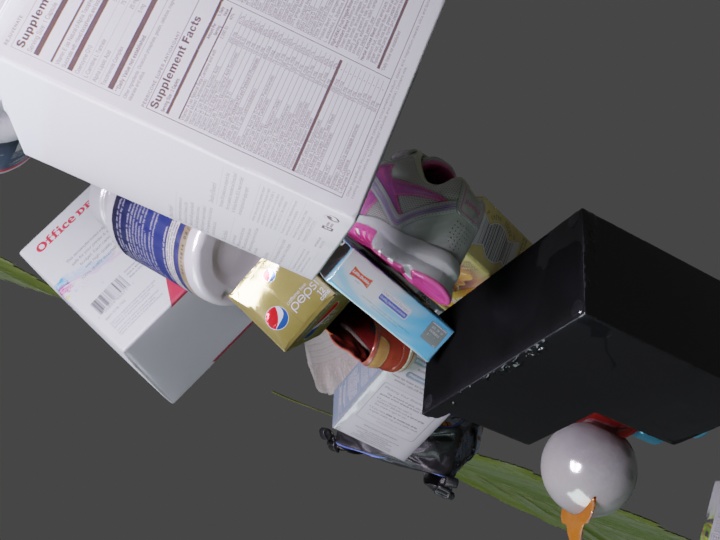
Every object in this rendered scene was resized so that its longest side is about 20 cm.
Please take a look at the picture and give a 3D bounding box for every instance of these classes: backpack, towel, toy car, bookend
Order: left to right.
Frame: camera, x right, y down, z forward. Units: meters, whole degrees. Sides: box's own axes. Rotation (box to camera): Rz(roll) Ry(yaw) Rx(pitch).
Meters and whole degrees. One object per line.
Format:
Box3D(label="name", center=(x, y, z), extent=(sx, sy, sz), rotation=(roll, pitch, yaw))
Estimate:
Box3D(label="towel", center=(-0.035, 0.084, 1.150), extent=(0.034, 0.134, 0.200), rotation=(-16, 175, -22))
Box3D(label="backpack", center=(0.078, 0.190, 1.234), extent=(0.199, 0.155, 0.190), rotation=(19, -176, 23))
Box3D(label="toy car", center=(0.233, 0.179, 0.949), extent=(0.183, 0.201, 0.177), rotation=(23, 163, -2))
Box3D(label="bookend", center=(0.187, 0.073, 0.737), extent=(0.199, 0.093, 0.199), rotation=(24, 142, -20))

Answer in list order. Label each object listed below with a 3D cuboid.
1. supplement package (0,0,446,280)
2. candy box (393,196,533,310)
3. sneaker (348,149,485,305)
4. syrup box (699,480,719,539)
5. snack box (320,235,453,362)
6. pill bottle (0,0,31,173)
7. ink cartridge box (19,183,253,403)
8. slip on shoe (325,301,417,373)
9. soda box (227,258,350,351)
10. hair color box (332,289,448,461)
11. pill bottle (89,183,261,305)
Box3D(label="supplement package", center=(-0.079, -0.114, 0.536), extent=(0.199, 0.152, 0.152), rotation=(24, 164, -6))
Box3D(label="candy box", center=(0.111, 0.007, 0.827), extent=(0.115, 0.056, 0.200), rotation=(6, 155, 47))
Box3D(label="sneaker", center=(0.034, -0.050, 0.721), extent=(0.081, 0.088, 0.200), rotation=(38, 180, -37))
Box3D(label="syrup box", center=(0.510, 0.397, 1.260), extent=(0.079, 0.201, 0.081), rotation=(35, 158, -35))
Box3D(label="snack box", center=(0.000, 0.000, 0.820), extent=(0.116, 0.037, 0.200), rotation=(39, -176, -23))
Box3D(label="pill bottle", center=(-0.305, -0.155, 0.757), extent=(0.119, 0.120, 0.200), rotation=(28, 162, -19))
Box3D(label="ink cartridge box", center=(-0.245, 0.015, 1.041), extent=(0.200, 0.145, 0.145), rotation=(37, 165, 27))
Box3D(label="slip on shoe", center=(-0.021, 0.035, 0.968), extent=(0.061, 0.074, 0.200), rotation=(5, -150, -45))
Box3D(label="soda box", center=(-0.054, 0.020, 0.832), extent=(0.068, 0.064, 0.200), rotation=(43, -177, 4))
Box3D(label="hair color box", center=(0.062, 0.109, 1.001), extent=(0.099, 0.061, 0.200), rotation=(28, 122, -18))
Box3D(label="pill bottle", center=(-0.177, -0.050, 0.904), extent=(0.199, 0.112, 0.111), rotation=(24, 168, 38))
